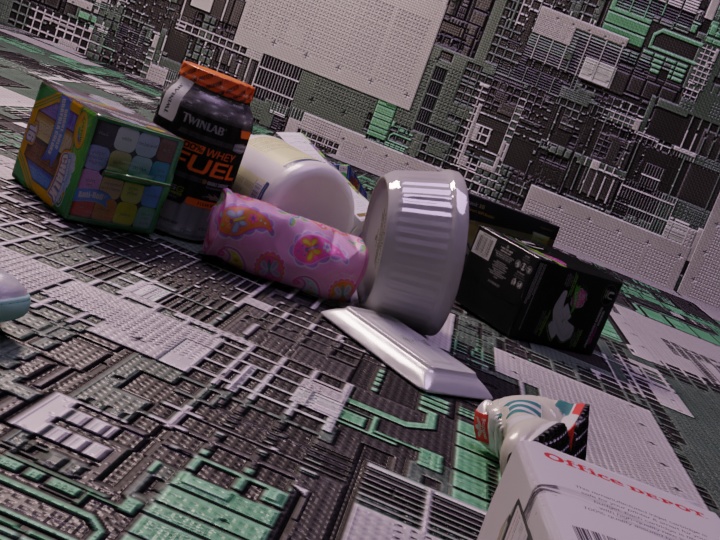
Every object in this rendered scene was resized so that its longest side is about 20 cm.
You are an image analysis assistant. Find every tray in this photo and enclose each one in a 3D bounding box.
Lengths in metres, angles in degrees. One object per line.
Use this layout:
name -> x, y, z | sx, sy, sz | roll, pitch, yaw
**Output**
tray -> 0.050, 0.083, 1.078 | 0.106, 0.022, 0.199 | 14, 12, -40

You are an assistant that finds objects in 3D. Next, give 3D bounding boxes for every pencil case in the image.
pencil case -> -0.087, -0.028, 1.192 | 0.197, 0.089, 0.087 | 18, 10, -17

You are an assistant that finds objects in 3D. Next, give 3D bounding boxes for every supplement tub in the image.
supplement tub -> -0.209, -0.150, 1.249 | 0.121, 0.203, 0.123 | 19, 10, -4
supplement tub -> -0.115, -0.098, 1.333 | 0.144, 0.147, 0.199 | 13, 13, -39

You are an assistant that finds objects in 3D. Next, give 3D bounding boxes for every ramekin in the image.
ramekin -> 0.057, -0.028, 1.201 | 0.093, 0.206, 0.202 | 9, 12, -10

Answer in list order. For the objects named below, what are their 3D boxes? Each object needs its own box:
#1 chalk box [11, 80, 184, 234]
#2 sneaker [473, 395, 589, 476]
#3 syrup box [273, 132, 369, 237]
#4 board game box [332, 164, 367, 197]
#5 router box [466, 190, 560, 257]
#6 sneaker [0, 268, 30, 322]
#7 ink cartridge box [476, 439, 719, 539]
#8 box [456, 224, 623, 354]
chalk box -> -0.297, -0.123, 1.159 | 0.123, 0.125, 0.199 | 12, 14, -45
sneaker -> 0.131, 0.146, 0.835 | 0.092, 0.072, 0.199 | 6, 5, 24
syrup box -> -0.067, -0.116, 1.519 | 0.200, 0.079, 0.081 | 46, 24, 15
board game box -> -0.068, -0.147, 1.750 | 0.133, 0.035, 0.200 | 4, -9, 9
router box -> 0.205, -0.033, 1.619 | 0.197, 0.159, 0.052 | 17, 10, -16
sneaker -> -0.311, -0.054, 0.703 | 0.197, 0.142, 0.078 | 22, 10, 6
ink cartridge box -> 0.152, 0.188, 0.558 | 0.144, 0.085, 0.200 | 21, 10, -2
box -> 0.268, 0.030, 1.511 | 0.198, 0.126, 0.148 | 14, 13, -37
